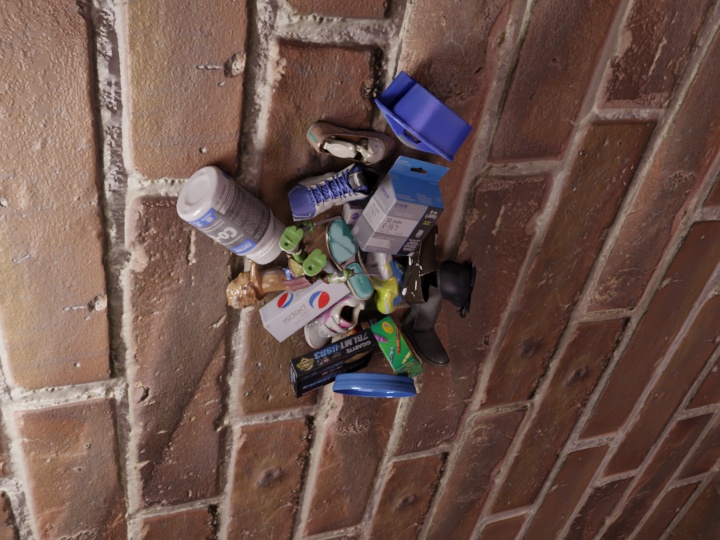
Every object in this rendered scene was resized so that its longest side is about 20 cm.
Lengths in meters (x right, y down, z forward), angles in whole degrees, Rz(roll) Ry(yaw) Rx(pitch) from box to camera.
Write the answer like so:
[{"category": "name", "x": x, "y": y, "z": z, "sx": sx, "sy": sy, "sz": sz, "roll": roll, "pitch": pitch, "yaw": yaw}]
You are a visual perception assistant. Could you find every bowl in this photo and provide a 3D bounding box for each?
[{"category": "bowl", "x": 0.033, "y": 0.271, "z": 1.638, "sx": 0.199, "sy": 0.040, "sz": 0.201, "roll": 2, "pitch": 165, "yaw": 1}]

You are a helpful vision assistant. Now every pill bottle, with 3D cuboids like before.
[{"category": "pill bottle", "x": -0.237, "y": -0.099, "z": 1.318, "sx": 0.114, "sy": 0.114, "sz": 0.200, "roll": -42, "pitch": 133, "yaw": 12}]

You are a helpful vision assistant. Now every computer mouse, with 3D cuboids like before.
[{"category": "computer mouse", "x": 0.235, "y": 0.030, "z": 1.615, "sx": 0.052, "sy": 0.140, "sz": 0.200, "roll": 3, "pitch": 169, "yaw": 28}]

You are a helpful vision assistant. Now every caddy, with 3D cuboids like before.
[{"category": "caddy", "x": 0.115, "y": -0.282, "z": 1.317, "sx": 0.199, "sy": 0.142, "sz": 0.105, "roll": 27, "pitch": 110, "yaw": -38}]

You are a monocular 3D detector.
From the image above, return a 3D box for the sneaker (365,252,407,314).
[{"category": "sneaker", "x": 0.073, "y": 0.002, "z": 1.598, "sx": 0.105, "sy": 0.076, "sz": 0.201, "roll": -30, "pitch": 137, "yaw": -26}]

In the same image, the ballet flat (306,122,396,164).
[{"category": "ballet flat", "x": -0.009, "y": -0.235, "z": 1.346, "sx": 0.199, "sy": 0.067, "sz": 0.068, "roll": 3, "pitch": 126, "yaw": -28}]

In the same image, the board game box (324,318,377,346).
[{"category": "board game box", "x": -0.030, "y": 0.170, "z": 1.686, "sx": 0.199, "sy": 0.039, "sz": 0.158, "roll": -16, "pitch": 158, "yaw": -28}]

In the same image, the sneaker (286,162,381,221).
[{"category": "sneaker", "x": -0.043, "y": -0.165, "z": 1.346, "sx": 0.198, "sy": 0.115, "sz": 0.081, "roll": -19, "pitch": 90, "yaw": -17}]

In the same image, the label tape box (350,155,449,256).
[{"category": "label tape box", "x": 0.092, "y": -0.126, "z": 1.417, "sx": 0.143, "sy": 0.066, "sz": 0.200, "roll": 5, "pitch": 132, "yaw": -40}]

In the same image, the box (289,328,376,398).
[{"category": "box", "x": -0.069, "y": 0.220, "z": 1.630, "sx": 0.199, "sy": 0.050, "sz": 0.199, "roll": -21, "pitch": 159, "yaw": -15}]

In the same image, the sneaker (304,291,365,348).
[{"category": "sneaker", "x": -0.060, "y": 0.111, "z": 1.599, "sx": 0.081, "sy": 0.088, "sz": 0.201, "roll": 16, "pitch": 119, "yaw": -35}]

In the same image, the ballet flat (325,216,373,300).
[{"category": "ballet flat", "x": -0.030, "y": -0.026, "z": 1.511, "sx": 0.067, "sy": 0.062, "sz": 0.201, "roll": -24, "pitch": 109, "yaw": -10}]

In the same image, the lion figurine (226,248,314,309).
[{"category": "lion figurine", "x": -0.184, "y": 0.017, "z": 1.466, "sx": 0.198, "sy": 0.073, "sz": 0.123, "roll": -5, "pitch": 116, "yaw": -12}]

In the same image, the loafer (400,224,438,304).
[{"category": "loafer", "x": 0.149, "y": -0.016, "z": 1.566, "sx": 0.073, "sy": 0.071, "sz": 0.202, "roll": -4, "pitch": 107, "yaw": -50}]

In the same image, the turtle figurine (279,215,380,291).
[{"category": "turtle figurine", "x": -0.076, "y": -0.043, "z": 1.361, "sx": 0.198, "sy": 0.145, "sz": 0.194, "roll": -13, "pitch": 173, "yaw": 4}]

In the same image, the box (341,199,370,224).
[{"category": "box", "x": 0.059, "y": -0.125, "z": 1.491, "sx": 0.198, "sy": 0.042, "sz": 0.039, "roll": -1, "pitch": 129, "yaw": -24}]

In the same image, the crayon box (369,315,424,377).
[{"category": "crayon box", "x": 0.089, "y": 0.189, "z": 1.650, "sx": 0.058, "sy": 0.119, "sz": 0.200, "roll": -31, "pitch": 160, "yaw": 2}]

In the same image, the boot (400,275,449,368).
[{"category": "boot", "x": 0.171, "y": 0.110, "z": 1.658, "sx": 0.072, "sy": 0.182, "sz": 0.201, "roll": -16, "pitch": 140, "yaw": -39}]

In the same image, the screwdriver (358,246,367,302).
[{"category": "screwdriver", "x": 0.000, "y": 0.000, "z": 1.574, "sx": 0.029, "sy": 0.028, "sz": 0.201, "roll": -10, "pitch": 130, "yaw": -11}]

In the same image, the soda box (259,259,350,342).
[{"category": "soda box", "x": -0.124, "y": 0.067, "z": 1.545, "sx": 0.199, "sy": 0.064, "sz": 0.068, "roll": -36, "pitch": 127, "yaw": 6}]
